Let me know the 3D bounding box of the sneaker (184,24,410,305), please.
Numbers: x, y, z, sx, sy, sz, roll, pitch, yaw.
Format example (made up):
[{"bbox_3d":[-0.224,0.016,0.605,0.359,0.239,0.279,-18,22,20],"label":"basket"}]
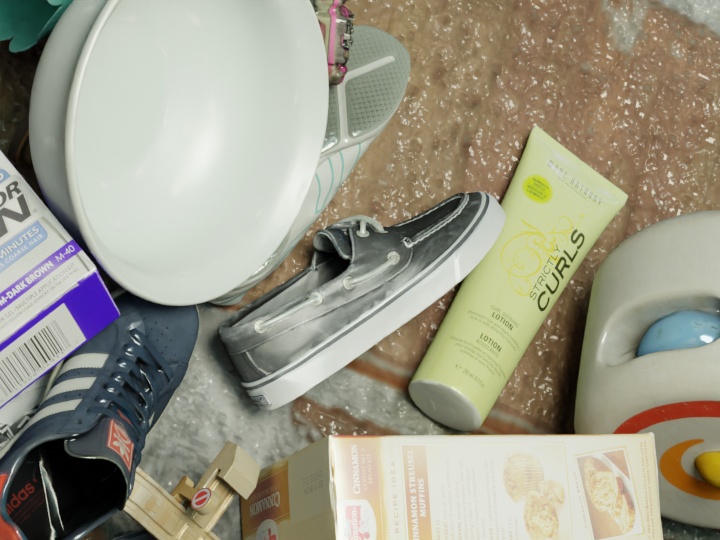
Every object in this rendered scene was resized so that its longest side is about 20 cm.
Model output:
[{"bbox_3d":[-0.043,-0.063,1.462,0.070,0.080,0.201,35,70,6],"label":"sneaker"}]

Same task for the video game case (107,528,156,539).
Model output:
[{"bbox_3d":[-0.135,0.255,1.381,0.142,0.019,0.201,-16,83,-25],"label":"video game case"}]

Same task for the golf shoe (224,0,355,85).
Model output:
[{"bbox_3d":[-0.045,-0.208,1.407,0.091,0.073,0.202,4,94,3],"label":"golf shoe"}]

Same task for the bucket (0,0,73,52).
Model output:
[{"bbox_3d":[-0.183,-0.240,1.385,0.134,0.207,0.208,-31,90,-25],"label":"bucket"}]

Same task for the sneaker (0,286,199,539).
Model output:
[{"bbox_3d":[-0.136,0.085,1.312,0.075,0.084,0.201,46,63,-25],"label":"sneaker"}]

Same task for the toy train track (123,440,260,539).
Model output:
[{"bbox_3d":[-0.115,0.185,1.358,0.201,0.032,0.115,-55,129,-13],"label":"toy train track"}]

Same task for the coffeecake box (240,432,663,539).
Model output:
[{"bbox_3d":[0.049,0.141,1.409,0.198,0.153,0.074,1,76,-22],"label":"coffeecake box"}]

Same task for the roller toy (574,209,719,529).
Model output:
[{"bbox_3d":[0.221,0.068,1.472,0.181,0.200,0.141,13,56,-3],"label":"roller toy"}]

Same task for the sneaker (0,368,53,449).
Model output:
[{"bbox_3d":[-0.214,0.055,1.368,0.199,0.075,0.116,-26,87,-30],"label":"sneaker"}]

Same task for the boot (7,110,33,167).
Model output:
[{"bbox_3d":[-0.116,-0.107,1.441,0.200,0.074,0.076,-36,80,-27],"label":"boot"}]

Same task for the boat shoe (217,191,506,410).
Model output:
[{"bbox_3d":[0.000,0.000,1.467,0.199,0.072,0.068,-36,106,-18],"label":"boat shoe"}]

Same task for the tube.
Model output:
[{"bbox_3d":[0.095,0.005,1.521,0.201,0.052,0.058,-58,142,-28],"label":"tube"}]

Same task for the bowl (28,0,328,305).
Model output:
[{"bbox_3d":[-0.115,-0.087,1.343,0.200,0.090,0.203,-20,116,-47],"label":"bowl"}]

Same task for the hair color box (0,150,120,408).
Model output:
[{"bbox_3d":[-0.232,-0.023,1.327,0.109,0.065,0.200,-38,63,-10],"label":"hair color box"}]
